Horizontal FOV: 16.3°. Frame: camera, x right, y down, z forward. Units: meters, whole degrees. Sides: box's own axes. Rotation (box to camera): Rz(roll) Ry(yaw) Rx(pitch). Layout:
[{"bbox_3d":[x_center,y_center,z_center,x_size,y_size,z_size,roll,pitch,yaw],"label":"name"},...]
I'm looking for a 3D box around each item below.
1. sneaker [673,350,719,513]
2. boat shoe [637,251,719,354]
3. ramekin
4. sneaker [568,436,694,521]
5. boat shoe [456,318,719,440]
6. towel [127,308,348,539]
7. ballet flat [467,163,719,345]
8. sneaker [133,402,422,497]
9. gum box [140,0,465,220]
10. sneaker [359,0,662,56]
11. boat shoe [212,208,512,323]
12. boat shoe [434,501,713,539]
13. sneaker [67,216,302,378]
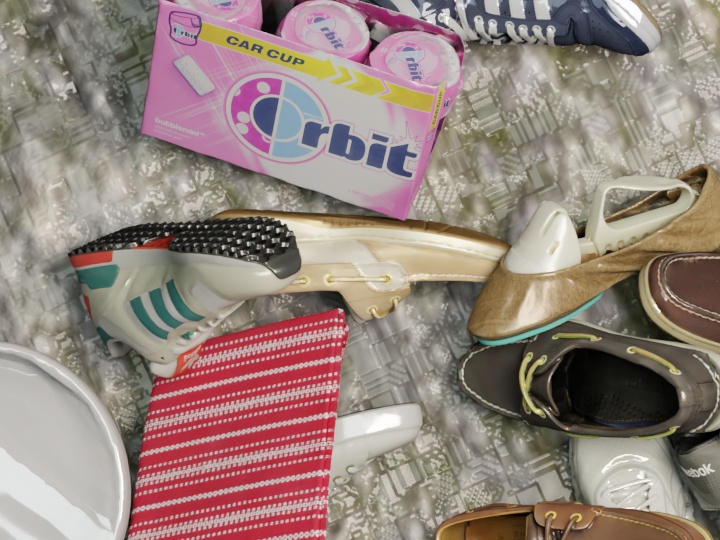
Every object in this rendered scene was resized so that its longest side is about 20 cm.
[{"bbox_3d":[0.242,0.135,1.604,0.090,0.066,0.201,-4,77,-35],"label":"sneaker"},{"bbox_3d":[0.275,0.014,1.594,0.199,0.072,0.073,12,57,-17],"label":"boat shoe"},{"bbox_3d":[-0.240,0.148,1.630,0.201,0.094,0.204,-1,83,7],"label":"ramekin"},{"bbox_3d":[0.183,0.174,1.612,0.075,0.081,0.201,-16,81,3],"label":"sneaker"},{"bbox_3d":[0.138,0.069,1.591,0.200,0.060,0.072,3,94,38],"label":"boat shoe"},{"bbox_3d":[-0.078,0.121,1.593,0.144,0.023,0.201,-13,48,23],"label":"towel"},{"bbox_3d":[0.152,-0.019,1.618,0.199,0.068,0.073,-20,118,-14],"label":"ballet flat"},{"bbox_3d":[-0.043,0.147,1.637,0.199,0.073,0.085,-22,85,12],"label":"sneaker"},{"bbox_3d":[-0.035,-0.119,1.636,0.199,0.114,0.066,18,43,5],"label":"gum box"},{"bbox_3d":[0.092,-0.166,1.661,0.199,0.070,0.109,30,81,13],"label":"sneaker"},{"bbox_3d":[0.000,0.000,1.653,0.199,0.074,0.070,5,95,5],"label":"boat shoe"},{"bbox_3d":[0.130,0.180,1.565,0.199,0.067,0.072,0,78,45],"label":"boat shoe"},{"bbox_3d":[-0.105,0.020,1.617,0.199,0.070,0.094,0,108,43],"label":"sneaker"}]
